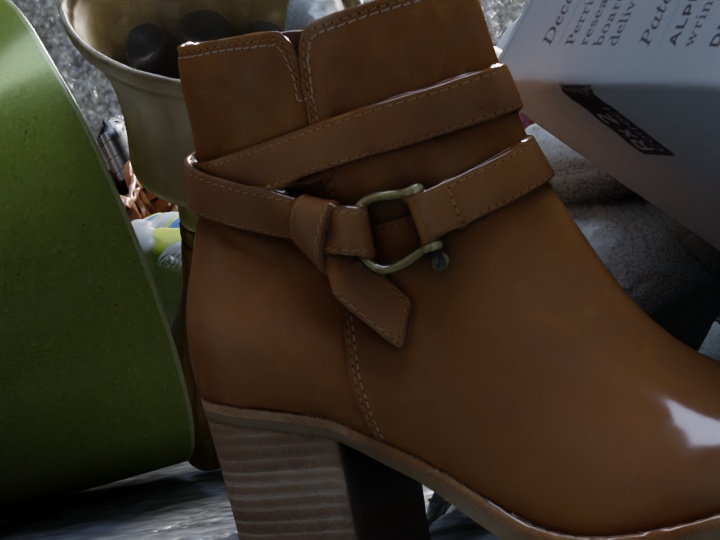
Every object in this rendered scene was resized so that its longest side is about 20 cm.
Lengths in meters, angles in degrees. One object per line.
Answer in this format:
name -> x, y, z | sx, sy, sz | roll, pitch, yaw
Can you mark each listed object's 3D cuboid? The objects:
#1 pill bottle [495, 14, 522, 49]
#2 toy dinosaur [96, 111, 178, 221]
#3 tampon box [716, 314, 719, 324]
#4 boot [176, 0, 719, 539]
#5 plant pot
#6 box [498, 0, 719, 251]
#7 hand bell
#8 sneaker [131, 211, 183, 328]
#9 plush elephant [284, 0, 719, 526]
pill bottle -> 0.115, -0.051, 1.214 | 0.111, 0.111, 0.200 | -8, -22, 10
toy dinosaur -> -0.086, -0.006, 1.158 | 0.102, 0.136, 0.200 | -30, 6, 42
tampon box -> 0.200, -0.034, 0.987 | 0.149, 0.127, 0.200 | 4, 8, 26
boot -> 0.044, -0.002, 0.685 | 0.199, 0.156, 0.077 | -7, 3, 28
plant pot -> -0.189, 0.023, 0.939 | 0.200, 0.188, 0.187 | -23, 7, -14
box -> 0.180, -0.085, 0.724 | 0.199, 0.200, 0.131 | 31, -9, -24
hand bell -> -0.056, -0.010, 0.928 | 0.104, 0.200, 0.104 | 3, 36, -2
sneaker -> 0.000, 0.000, 1.005 | 0.200, 0.076, 0.105 | 22, 58, 37
plush elephant -> 0.040, -0.017, 0.829 | 0.200, 0.155, 0.165 | -28, -29, -35
